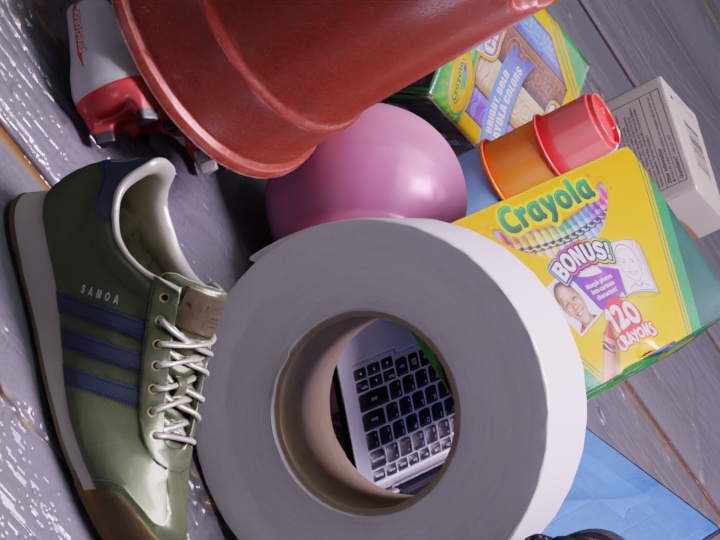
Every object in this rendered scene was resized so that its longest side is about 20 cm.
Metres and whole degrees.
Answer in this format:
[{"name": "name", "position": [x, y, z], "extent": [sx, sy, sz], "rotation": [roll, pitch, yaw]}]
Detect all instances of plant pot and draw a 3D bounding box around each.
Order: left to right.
[{"name": "plant pot", "position": [-0.005, -0.178, 1.277], "extent": [0.200, 0.194, 0.202], "rotation": [34, 45, -43]}]

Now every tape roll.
[{"name": "tape roll", "position": [0.014, 0.071, 1.222], "extent": [0.071, 0.201, 0.204], "rotation": [-4, 70, -67]}]

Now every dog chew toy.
[{"name": "dog chew toy", "position": [0.000, 0.000, 1.392], "extent": [0.125, 0.124, 0.201], "rotation": [43, 41, -44]}]

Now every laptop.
[{"name": "laptop", "position": [0.093, 0.080, 1.321], "extent": [0.187, 0.115, 0.202], "rotation": [-20, 103, -46]}]

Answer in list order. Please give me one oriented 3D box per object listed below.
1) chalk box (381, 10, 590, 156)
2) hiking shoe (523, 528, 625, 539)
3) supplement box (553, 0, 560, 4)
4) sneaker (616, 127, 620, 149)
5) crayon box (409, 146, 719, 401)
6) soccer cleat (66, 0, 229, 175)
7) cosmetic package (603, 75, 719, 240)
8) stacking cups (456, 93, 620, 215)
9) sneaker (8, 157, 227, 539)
[{"name": "chalk box", "position": [0.047, -0.146, 1.601], "extent": [0.200, 0.124, 0.125], "rotation": [44, 61, -46]}, {"name": "hiking shoe", "position": [0.099, 0.172, 1.170], "extent": [0.076, 0.101, 0.200], "rotation": [50, 38, 11]}, {"name": "supplement box", "position": [0.048, -0.306, 1.831], "extent": [0.197, 0.132, 0.201], "rotation": [29, 41, -57]}, {"name": "sneaker", "position": [0.130, -0.012, 1.559], "extent": [0.085, 0.075, 0.201], "rotation": [51, 55, -32]}, {"name": "crayon box", "position": [0.116, 0.013, 1.338], "extent": [0.199, 0.058, 0.119], "rotation": [-24, 77, -46]}, {"name": "soccer cleat", "position": [-0.102, -0.108, 1.338], "extent": [0.200, 0.068, 0.086], "rotation": [6, 65, -61]}, {"name": "cosmetic package", "position": [0.157, -0.046, 1.705], "extent": [0.071, 0.199, 0.106], "rotation": [36, 35, -53]}, {"name": "stacking cups", "position": [0.075, -0.051, 1.508], "extent": [0.061, 0.199, 0.061], "rotation": [53, 22, -32]}, {"name": "sneaker", "position": [-0.104, 0.036, 1.129], "extent": [0.067, 0.089, 0.202], "rotation": [20, 48, -63]}]
